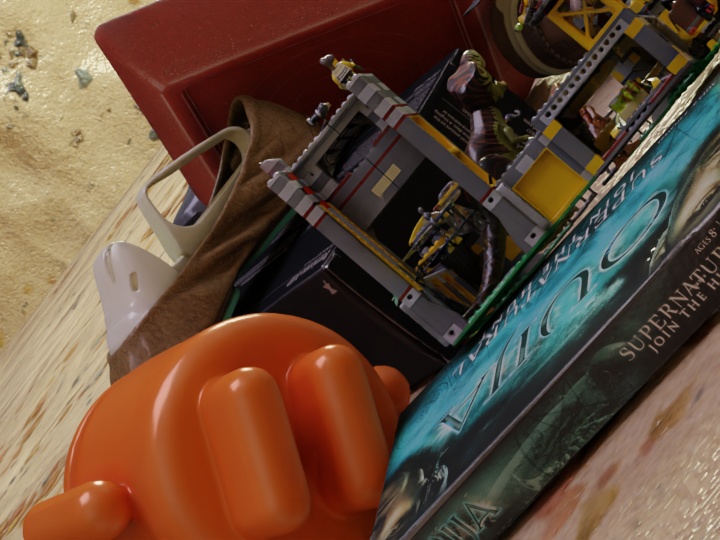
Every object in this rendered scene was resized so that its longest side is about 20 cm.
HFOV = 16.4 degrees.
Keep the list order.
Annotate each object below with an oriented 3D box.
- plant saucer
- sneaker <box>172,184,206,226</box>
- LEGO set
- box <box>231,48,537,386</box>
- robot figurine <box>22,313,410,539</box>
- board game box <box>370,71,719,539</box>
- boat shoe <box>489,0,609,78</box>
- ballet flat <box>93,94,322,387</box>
[{"bbox_3d":[-0.012,-0.098,1.277,0.199,0.037,0.200,-21,-28,4],"label":"plant saucer"},{"bbox_3d":[-0.078,-0.104,1.525,0.200,0.087,0.074,-58,6,-28],"label":"sneaker"},{"bbox_3d":[0.049,-0.067,1.017,0.200,0.116,0.154,-51,-6,20],"label":"LEGO set"},{"bbox_3d":[0.000,0.000,1.212,0.141,0.079,0.200,-56,10,-30],"label":"box"},{"bbox_3d":[-0.054,0.085,1.051,0.144,0.117,0.200,-57,14,-25],"label":"robot figurine"},{"bbox_3d":[0.077,0.024,0.905,0.200,0.028,0.135,-49,9,22],"label":"board game box"},{"bbox_3d":[0.141,-0.181,1.253,0.075,0.075,0.202,-13,45,54],"label":"boat shoe"},{"bbox_3d":[-0.081,-0.008,1.188,0.200,0.072,0.068,-59,12,-29],"label":"ballet flat"}]
